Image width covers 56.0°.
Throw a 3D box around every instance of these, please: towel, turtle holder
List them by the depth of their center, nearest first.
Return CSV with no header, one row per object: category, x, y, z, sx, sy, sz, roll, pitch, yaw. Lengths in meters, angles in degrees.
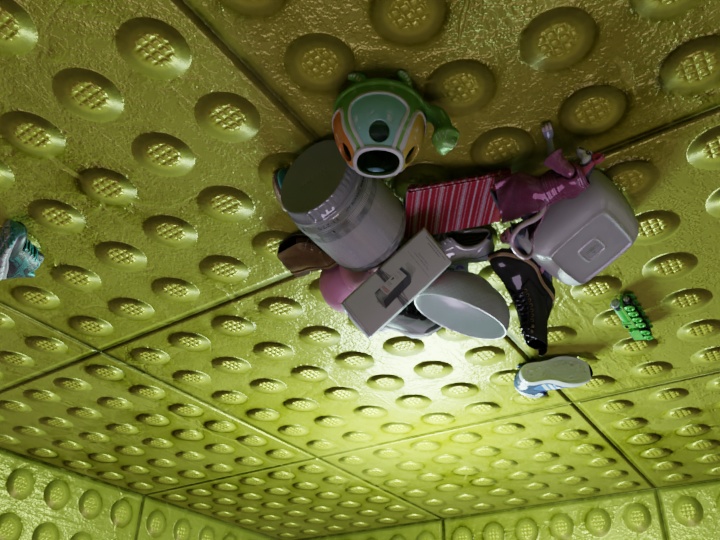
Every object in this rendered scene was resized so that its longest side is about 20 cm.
turtle holder,0.045,-0.210,1.046,0.182,0.134,0.141,17,143,-21
towel,0.174,-0.121,1.234,0.195,0.023,0.146,-10,147,-6

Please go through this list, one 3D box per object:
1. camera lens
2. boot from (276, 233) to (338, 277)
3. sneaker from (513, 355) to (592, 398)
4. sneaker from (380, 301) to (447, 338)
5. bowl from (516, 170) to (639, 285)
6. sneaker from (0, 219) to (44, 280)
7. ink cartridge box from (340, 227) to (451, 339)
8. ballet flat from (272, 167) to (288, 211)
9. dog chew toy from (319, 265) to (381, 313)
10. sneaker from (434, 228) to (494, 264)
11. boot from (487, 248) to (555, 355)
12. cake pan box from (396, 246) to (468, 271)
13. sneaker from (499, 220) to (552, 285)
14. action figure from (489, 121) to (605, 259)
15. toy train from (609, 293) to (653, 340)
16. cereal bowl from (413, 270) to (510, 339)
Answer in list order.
camera lens,-0.025,-0.107,1.176,0.157,0.163,0.200,-19,141,28
boot,-0.089,-0.046,1.357,0.197,0.075,0.075,-21,133,35
sneaker,0.512,0.293,1.827,0.195,0.082,0.147,-4,154,2
sneaker,0.093,0.095,1.462,0.195,0.075,0.080,2,141,0
bowl,0.413,-0.062,1.248,0.200,0.075,0.198,-42,130,19
sneaker,-0.703,-0.040,1.406,0.089,0.079,0.199,5,153,-34
ink cartridge box,0.062,0.029,1.236,0.199,0.085,0.146,-40,174,-5
ballet flat,-0.109,-0.116,1.257,0.064,0.072,0.199,-7,144,40
dog chew toy,0.000,0.000,1.372,0.122,0.127,0.200,20,138,-26
sneaker,0.168,-0.050,1.345,0.195,0.074,0.072,-11,137,2
boot,0.315,0.060,1.310,0.198,0.141,0.077,33,144,-30
cake pan box,0.114,0.033,1.477,0.180,0.053,0.201,15,144,-15
sneaker,0.336,-0.027,1.362,0.080,0.071,0.201,-15,134,17
action figure,0.314,-0.138,1.124,0.198,0.152,0.133,-27,136,34
toy train,0.634,0.111,1.579,0.055,0.043,0.199,-9,146,35
cereal bowl,0.212,0.059,1.368,0.196,0.085,0.201,21,160,8
